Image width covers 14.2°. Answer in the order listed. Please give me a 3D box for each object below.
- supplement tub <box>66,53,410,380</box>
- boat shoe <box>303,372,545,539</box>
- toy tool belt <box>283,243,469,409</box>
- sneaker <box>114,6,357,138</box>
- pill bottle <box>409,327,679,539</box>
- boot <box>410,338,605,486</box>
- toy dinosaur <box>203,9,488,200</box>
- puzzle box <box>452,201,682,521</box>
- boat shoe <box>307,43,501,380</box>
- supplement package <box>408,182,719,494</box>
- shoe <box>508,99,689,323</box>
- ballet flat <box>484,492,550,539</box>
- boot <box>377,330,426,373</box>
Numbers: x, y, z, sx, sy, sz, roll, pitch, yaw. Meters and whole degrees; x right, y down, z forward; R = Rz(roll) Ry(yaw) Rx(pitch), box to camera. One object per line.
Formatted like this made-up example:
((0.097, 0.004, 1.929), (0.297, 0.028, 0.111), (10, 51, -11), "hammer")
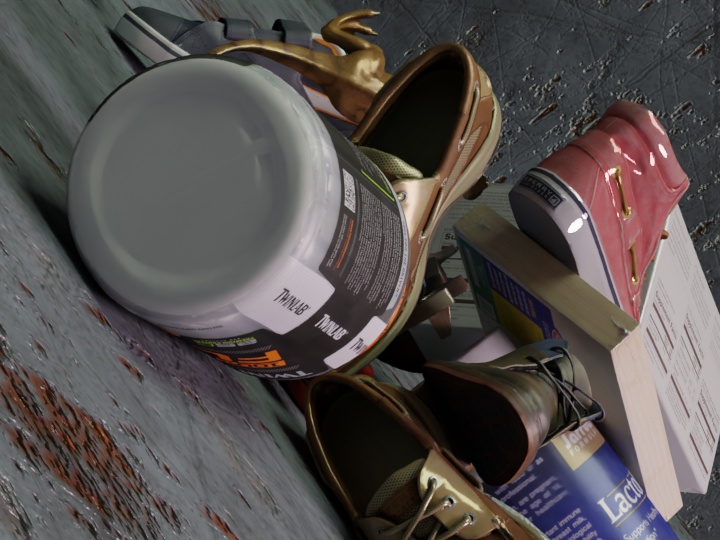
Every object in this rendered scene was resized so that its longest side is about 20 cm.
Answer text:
((-0.048, -0.018, 1.337), (0.123, 0.122, 0.200), (55, 6, 19), "supplement tub")
((0.030, 0.125, 1.427), (0.200, 0.076, 0.074), (48, 6, 36), "boat shoe")
((0.000, 0.000, 1.624), (0.125, 0.123, 0.200), (51, 7, -26), "toy tool belt")
((-0.062, -0.134, 1.898), (0.200, 0.080, 0.078), (30, 4, -18), "sneaker")
((0.101, 0.139, 1.656), (0.200, 0.116, 0.116), (53, 6, 0), "pill bottle")
((0.085, 0.061, 1.505), (0.075, 0.097, 0.200), (62, -14, -2), "boot")
((-0.007, -0.109, 1.630), (0.200, 0.060, 0.106), (26, 18, -18), "toy dinosaur")
((0.122, 0.058, 1.678), (0.133, 0.025, 0.200), (40, -18, 33), "puzzle box")
((0.008, -0.038, 1.527), (0.076, 0.200, 0.074), (21, -24, 17), "boat shoe")
((0.140, 0.044, 1.862), (0.200, 0.155, 0.111), (61, 40, -52), "supplement package")
((0.149, -0.011, 1.663), (0.071, 0.091, 0.200), (39, -18, 35), "shoe")
((0.099, 0.201, 1.525), (0.200, 0.072, 0.072), (52, 6, 0), "ballet flat")
((-0.027, -0.024, 1.842), (0.188, 0.068, 0.200), (56, 7, 21), "boot")
